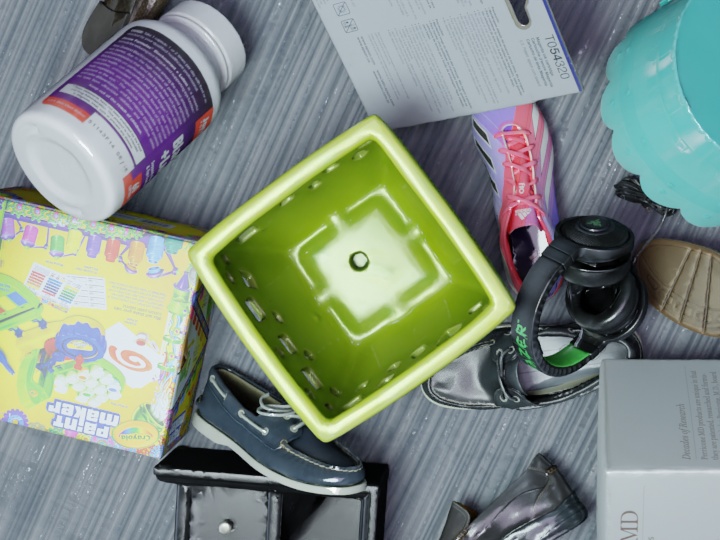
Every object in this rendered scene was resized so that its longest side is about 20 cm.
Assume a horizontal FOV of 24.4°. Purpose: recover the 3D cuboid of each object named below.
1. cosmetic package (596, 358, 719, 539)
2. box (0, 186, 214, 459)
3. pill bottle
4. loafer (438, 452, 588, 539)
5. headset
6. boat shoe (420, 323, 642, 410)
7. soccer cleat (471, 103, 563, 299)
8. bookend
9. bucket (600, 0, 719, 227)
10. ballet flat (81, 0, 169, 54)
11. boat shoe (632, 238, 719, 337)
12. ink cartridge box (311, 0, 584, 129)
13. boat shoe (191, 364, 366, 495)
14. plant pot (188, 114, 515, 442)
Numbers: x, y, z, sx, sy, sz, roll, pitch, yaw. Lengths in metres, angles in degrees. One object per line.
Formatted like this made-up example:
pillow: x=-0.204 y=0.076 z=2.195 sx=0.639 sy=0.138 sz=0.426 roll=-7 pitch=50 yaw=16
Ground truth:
cosmetic package: x=0.298 y=0.184 z=1.376 sx=0.200 sy=0.166 sz=0.167 roll=-1 pitch=119 yaw=6
box: x=-0.240 y=0.042 z=1.464 sx=0.200 sy=0.122 sz=0.193 roll=14 pitch=96 yaw=4
pill bottle: x=-0.189 y=-0.142 z=1.406 sx=0.111 sy=0.111 sz=0.200 roll=42 pitch=57 yaw=1
loafer: x=0.099 y=0.236 z=1.478 sx=0.200 sy=0.073 sz=0.072 roll=-29 pitch=83 yaw=-2
headset: x=0.192 y=-0.002 z=1.398 sx=0.200 sy=0.124 sz=0.094 roll=-42 pitch=47 yaw=-20
boat shoe: x=0.148 y=0.086 z=1.455 sx=0.199 sy=0.066 sz=0.075 roll=-5 pitch=95 yaw=6
soccer cleat: x=0.139 y=-0.071 z=1.437 sx=0.067 sy=0.076 sz=0.200 roll=-10 pitch=94 yaw=7
bookend: x=-0.082 y=0.268 z=1.483 sx=0.200 sy=0.092 sz=0.199 roll=5 pitch=96 yaw=6
bucket: x=0.311 y=-0.145 z=1.350 sx=0.207 sy=0.135 sz=0.207 roll=3 pitch=78 yaw=-12
ballet flat: x=-0.176 y=-0.266 z=1.472 sx=0.067 sy=0.046 sz=0.200 roll=33 pitch=93 yaw=35
boat shoe: x=0.330 y=0.024 z=1.434 sx=0.200 sy=0.065 sz=0.072 roll=20 pitch=103 yaw=22
ink cartridge box: x=0.065 y=-0.217 z=1.373 sx=0.200 sy=0.043 sz=0.196 roll=-9 pitch=125 yaw=28
boat shoe: x=-0.068 y=0.137 z=1.444 sx=0.200 sy=0.075 sz=0.062 roll=24 pitch=106 yaw=45
plant pot: x=0.000 y=0.000 z=1.405 sx=0.199 sy=0.181 sz=0.200 roll=-35 pitch=91 yaw=8
